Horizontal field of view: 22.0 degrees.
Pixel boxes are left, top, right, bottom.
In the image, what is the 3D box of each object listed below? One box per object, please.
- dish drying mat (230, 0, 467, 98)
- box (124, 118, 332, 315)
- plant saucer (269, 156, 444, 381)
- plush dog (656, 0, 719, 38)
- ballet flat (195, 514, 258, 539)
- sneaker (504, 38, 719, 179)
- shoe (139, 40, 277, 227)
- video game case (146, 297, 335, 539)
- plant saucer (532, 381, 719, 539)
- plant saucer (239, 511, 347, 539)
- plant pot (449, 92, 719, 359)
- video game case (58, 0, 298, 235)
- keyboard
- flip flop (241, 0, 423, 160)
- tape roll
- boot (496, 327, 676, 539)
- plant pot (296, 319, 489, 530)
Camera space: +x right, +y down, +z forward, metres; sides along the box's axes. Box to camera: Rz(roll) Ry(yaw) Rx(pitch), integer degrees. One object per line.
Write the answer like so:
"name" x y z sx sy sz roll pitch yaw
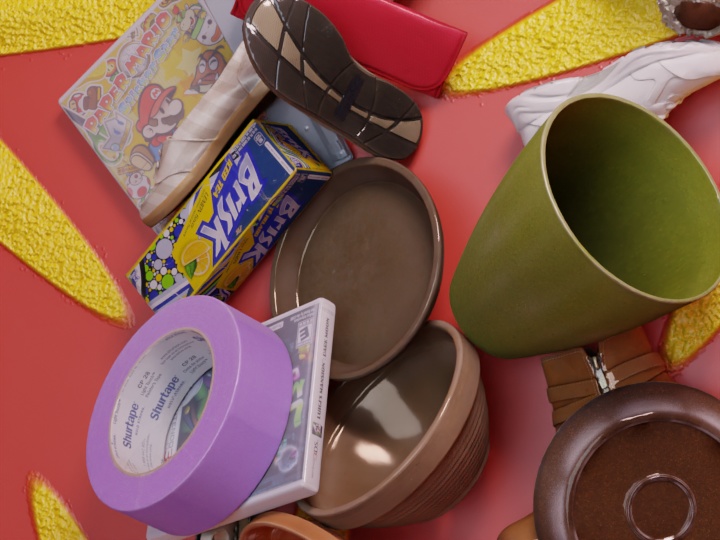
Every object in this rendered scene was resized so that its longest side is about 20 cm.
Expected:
"dish drying mat" -0.012 -0.215 1.620 0.200 0.018 0.077 22 130 -3
"box" -0.119 -0.040 1.671 0.200 0.064 0.070 -49 67 21
"plant saucer" 0.000 0.000 1.622 0.200 0.029 0.200 -13 69 39
"plush dog" 0.255 -0.315 1.518 0.172 0.160 0.200 19 136 25
"ballet flat" -0.121 0.223 1.666 0.073 0.073 0.200 5 88 22
"sneaker" 0.227 -0.130 1.556 0.200 0.078 0.099 -19 88 26
"shoe" -0.139 -0.123 1.666 0.053 0.070 0.200 42 105 1
"video game case" -0.105 0.133 1.617 0.200 0.023 0.182 -23 49 38
"plant saucer" 0.239 0.190 1.486 0.200 0.032 0.200 0 91 0
"plant saucer" -0.019 0.280 1.574 0.200 0.200 0.032 33 57 21
"plant pot" 0.165 -0.013 1.508 0.200 0.187 0.187 -42 70 46
"video game case" -0.165 -0.160 1.736 0.200 0.023 0.182 -43 72 14
"keyboard" -0.076 -0.177 1.668 0.056 0.011 0.200 -23 100 29
"flip flop" -0.028 -0.165 1.616 0.081 0.200 0.058 -59 29 -7
"tape roll" -0.150 0.125 1.603 0.200 0.066 0.200 -30 45 35
"boot" 0.180 0.145 1.538 0.200 0.077 0.155 -26 83 13
"plant pot" 0.042 0.148 1.569 0.201 0.201 0.093 -42 113 14
